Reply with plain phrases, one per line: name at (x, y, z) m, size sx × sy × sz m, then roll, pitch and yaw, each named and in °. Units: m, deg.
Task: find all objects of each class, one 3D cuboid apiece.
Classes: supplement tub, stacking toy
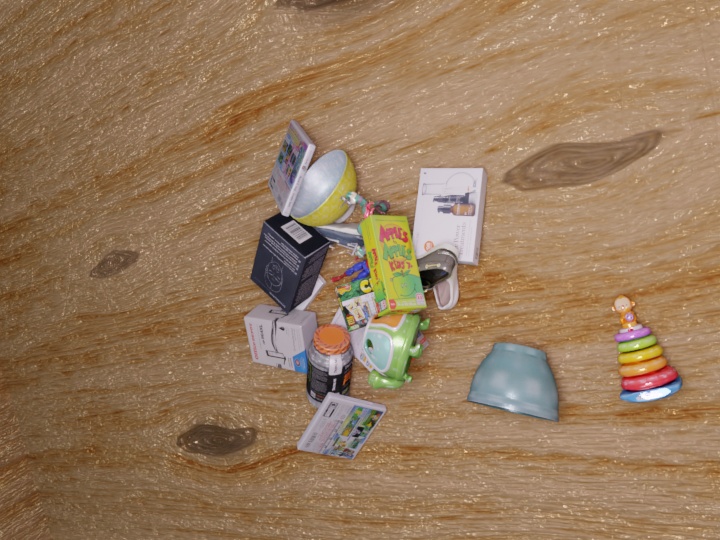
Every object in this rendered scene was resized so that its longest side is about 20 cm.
supplement tub at (-0.080, 0.250, 1.386) m, size 0.119 × 0.122 × 0.206 m, roll 22°, pitch 127°, yaw 22°
stacking toy at (0.554, 0.150, 1.069) m, size 0.113 × 0.108 × 0.208 m, roll -20°, pitch 80°, yaw 32°

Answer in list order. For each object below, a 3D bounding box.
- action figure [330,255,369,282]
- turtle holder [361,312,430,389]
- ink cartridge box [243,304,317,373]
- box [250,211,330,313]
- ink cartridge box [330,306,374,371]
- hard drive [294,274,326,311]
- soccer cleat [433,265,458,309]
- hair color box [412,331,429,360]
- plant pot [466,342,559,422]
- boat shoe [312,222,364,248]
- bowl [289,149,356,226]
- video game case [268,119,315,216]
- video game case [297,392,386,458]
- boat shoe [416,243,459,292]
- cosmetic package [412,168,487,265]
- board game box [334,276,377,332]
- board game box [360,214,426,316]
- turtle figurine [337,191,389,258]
action figure at (0.000, 0.000, 1.334) m, size 0.197 × 0.098 × 0.067 m, roll -34°, pitch 85°, yaw 27°
turtle holder at (0.072, 0.170, 1.188) m, size 0.127 × 0.144 × 0.188 m, roll 17°, pitch 144°, yaw 11°
ink cartridge box at (-0.215, 0.188, 1.481) m, size 0.193 × 0.084 × 0.151 m, roll 5°, pitch 115°, yaw 27°
box at (-0.183, -0.024, 1.361) m, size 0.147 × 0.106 × 0.203 m, roll 39°, pitch 132°, yaw 16°
ink cartridge box at (0.013, 0.173, 1.384) m, size 0.200 × 0.042 × 0.121 m, roll 45°, pitch 128°, yaw 16°
hard drive at (-0.196, 0.005, 1.480) m, size 0.201 × 0.026 × 0.133 m, roll 47°, pitch 118°, yaw 12°
soccer cleat at (0.193, -0.011, 1.234) m, size 0.067 × 0.077 × 0.208 m, roll -4°, pitch 98°, yaw 28°
hair color box at (0.076, 0.128, 1.308) m, size 0.064 × 0.110 × 0.203 m, roll -40°, pitch 82°, yaw 27°
plant pot at (0.338, 0.236, 1.158) m, size 0.194 × 0.200 × 0.139 m, roll 8°, pitch 77°, yaw 26°
boat shoe at (-0.066, -0.092, 1.361) m, size 0.192 × 0.075 × 0.064 m, roll 8°, pitch 110°, yaw 16°
bowl at (-0.073, -0.181, 1.314) m, size 0.197 × 0.205 × 0.107 m, roll -29°, pitch 130°, yaw 30°
video game case at (-0.177, -0.262, 1.343) m, size 0.186 × 0.023 × 0.201 m, roll -64°, pitch 30°, yaw 21°
video game case at (-0.051, 0.417, 1.419) m, size 0.204 × 0.177 × 0.022 m, roll -59°, pitch 29°, yaw 23°
boat shoe at (0.142, 0.008, 1.171) m, size 0.071 × 0.062 × 0.201 m, roll 31°, pitch 148°, yaw -13°
cosmetic package at (0.197, -0.122, 1.191) m, size 0.146 × 0.051 × 0.209 m, roll 4°, pitch 84°, yaw 29°
board game box at (0.045, 0.063, 1.249) m, size 0.108 × 0.194 × 0.024 m, roll 68°, pitch 159°, yaw 15°
board game box at (0.069, -0.012, 1.132) m, size 0.047 × 0.099 × 0.208 m, roll -32°, pitch 64°, yaw 53°
turtle figurine at (0.019, -0.105, 1.239) m, size 0.097 × 0.199 × 0.156 m, roll 7°, pitch 104°, yaw 26°
